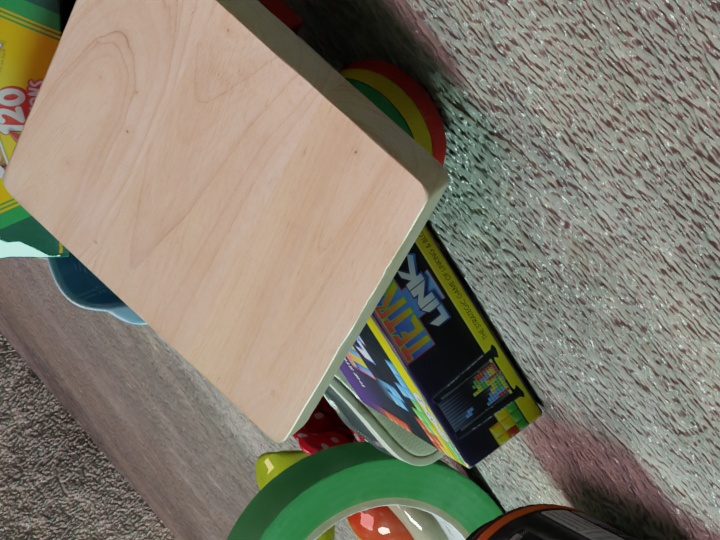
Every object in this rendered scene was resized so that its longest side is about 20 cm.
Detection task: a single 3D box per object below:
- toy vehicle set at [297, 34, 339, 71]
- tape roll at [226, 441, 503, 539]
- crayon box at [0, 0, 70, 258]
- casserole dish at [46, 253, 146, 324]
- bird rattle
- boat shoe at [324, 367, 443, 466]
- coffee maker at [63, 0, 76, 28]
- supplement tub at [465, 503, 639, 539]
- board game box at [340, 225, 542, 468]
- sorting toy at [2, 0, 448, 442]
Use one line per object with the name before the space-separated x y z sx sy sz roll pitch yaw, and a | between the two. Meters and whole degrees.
toy vehicle set | -0.048 -0.027 1.437 0.124 0.027 0.200 43 136 12
tape roll | 0.006 0.210 1.794 0.200 0.200 0.048 57 168 -20
crayon box | -0.210 -0.099 1.442 0.058 0.119 0.200 -97 7 -51
casserole dish | -0.130 -0.068 1.641 0.039 0.121 0.200 6 -106 -77
bird rattle | 0.007 0.139 1.950 0.163 0.113 0.200 40 154 9
boat shoe | -0.017 0.032 1.675 0.200 0.072 0.068 56 165 -25
coffee maker | -0.186 -0.213 1.490 0.200 0.192 0.135 79 -173 -55
supplement tub | 0.113 0.185 1.514 0.107 0.107 0.200 56 168 -15
board game box | 0.000 0.000 1.549 0.200 0.057 0.165 58 167 -19
sorting toy | -0.056 -0.053 1.355 0.199 0.070 0.200 42 136 12
